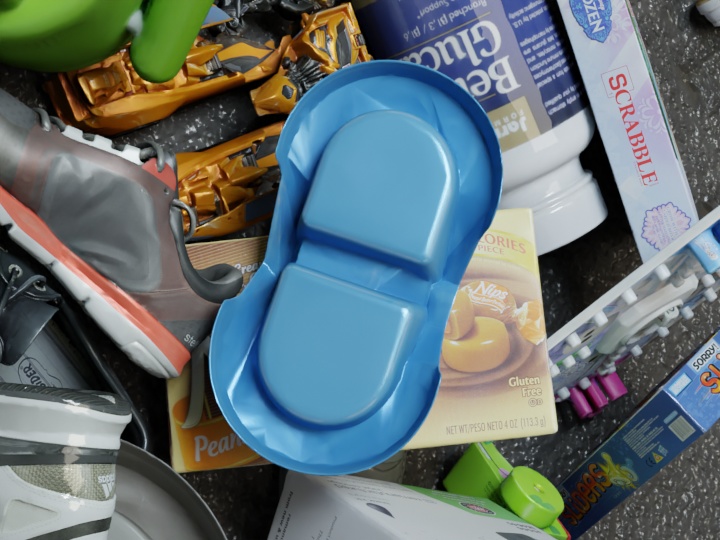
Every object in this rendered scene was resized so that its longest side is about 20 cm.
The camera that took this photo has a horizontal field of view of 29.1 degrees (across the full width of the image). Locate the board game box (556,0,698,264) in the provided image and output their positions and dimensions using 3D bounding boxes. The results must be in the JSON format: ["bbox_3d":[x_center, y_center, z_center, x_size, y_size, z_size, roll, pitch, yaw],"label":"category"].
[{"bbox_3d":[0.175,-0.110,0.906,0.200,0.041,0.201,-41,113,-75],"label":"board game box"}]

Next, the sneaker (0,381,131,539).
[{"bbox_3d":[-0.187,0.100,0.561,0.076,0.199,0.117,17,77,-63],"label":"sneaker"}]

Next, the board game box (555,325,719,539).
[{"bbox_3d":[0.194,0.084,0.848,0.034,0.200,0.135,45,60,11],"label":"board game box"}]

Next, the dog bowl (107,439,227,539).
[{"bbox_3d":[-0.143,0.170,0.595,0.198,0.059,0.202,-2,61,4],"label":"dog bowl"}]

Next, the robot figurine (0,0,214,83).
[{"bbox_3d":[-0.150,-0.153,0.628,0.175,0.200,0.116,34,90,-2],"label":"robot figurine"}]

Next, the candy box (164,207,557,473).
[{"bbox_3d":[-0.003,0.037,0.724,0.198,0.055,0.117,-6,83,4],"label":"candy box"}]

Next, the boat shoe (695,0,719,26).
[{"bbox_3d":[0.343,-0.210,1.107,0.199,0.071,0.070,-19,92,-40],"label":"boat shoe"}]

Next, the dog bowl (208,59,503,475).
[{"bbox_3d":[0.000,0.000,0.675,0.110,0.050,0.202,18,84,7],"label":"dog bowl"}]

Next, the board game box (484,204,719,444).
[{"bbox_3d":[0.172,0.031,0.815,0.026,0.200,0.199,56,23,17],"label":"board game box"}]

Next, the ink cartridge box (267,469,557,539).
[{"bbox_3d":[0.059,0.175,0.678,0.145,0.199,0.085,16,94,-36],"label":"ink cartridge box"}]

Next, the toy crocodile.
[{"bbox_3d":[0.111,0.173,0.792,0.061,0.200,0.068,17,113,-41],"label":"toy crocodile"}]

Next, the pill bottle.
[{"bbox_3d":[0.078,-0.111,0.852,0.111,0.111,0.202,-32,101,-37],"label":"pill bottle"}]

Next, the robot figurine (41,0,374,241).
[{"bbox_3d":[-0.064,-0.087,0.761,0.199,0.058,0.146,-25,98,-32],"label":"robot figurine"}]

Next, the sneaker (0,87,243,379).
[{"bbox_3d":[-0.131,-0.041,0.652,0.082,0.077,0.200,-43,118,-7],"label":"sneaker"}]

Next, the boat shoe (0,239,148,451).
[{"bbox_3d":[-0.160,0.030,0.631,0.075,0.066,0.200,-54,133,-36],"label":"boat shoe"}]

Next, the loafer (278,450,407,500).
[{"bbox_3d":[-0.003,0.090,0.776,0.069,0.069,0.202,3,84,-38],"label":"loafer"}]
